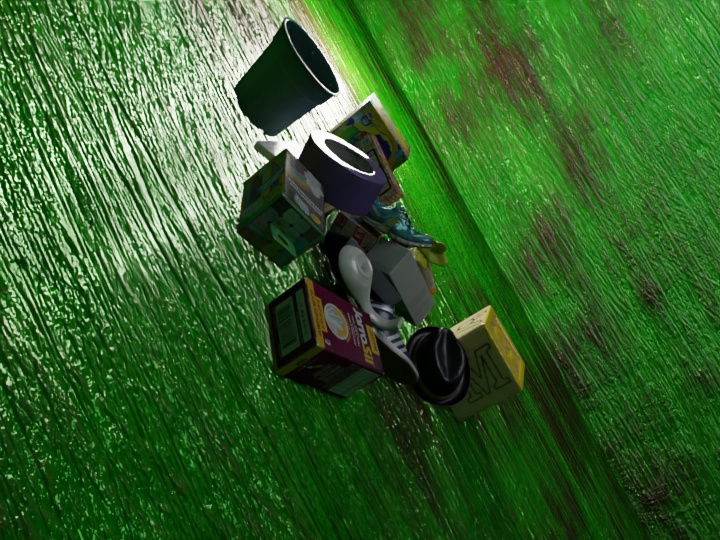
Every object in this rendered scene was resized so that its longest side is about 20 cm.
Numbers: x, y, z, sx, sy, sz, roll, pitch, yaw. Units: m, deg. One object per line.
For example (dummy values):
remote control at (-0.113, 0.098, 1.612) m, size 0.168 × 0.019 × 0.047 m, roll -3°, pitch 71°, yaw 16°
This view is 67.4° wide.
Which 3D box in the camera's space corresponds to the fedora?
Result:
fedora at (0.196, 0.213, 1.285) m, size 0.192 × 0.092 × 0.207 m, roll 8°, pitch 58°, yaw -13°

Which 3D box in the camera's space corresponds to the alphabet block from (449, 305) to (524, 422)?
alphabet block at (0.309, 0.246, 1.456) m, size 0.200 × 0.197 × 0.195 m, roll 58°, pitch 23°, yaw -1°

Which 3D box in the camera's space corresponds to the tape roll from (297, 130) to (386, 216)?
tape roll at (-0.043, -0.215, 1.187) m, size 0.195 × 0.086 × 0.202 m, roll 29°, pitch 23°, yaw -13°

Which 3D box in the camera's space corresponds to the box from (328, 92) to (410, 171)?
box at (0.019, -0.375, 1.616) m, size 0.202 × 0.190 × 0.123 m, roll 50°, pitch 23°, yaw -16°

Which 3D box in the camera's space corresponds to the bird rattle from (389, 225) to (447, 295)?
bird rattle at (0.140, -0.016, 1.390) m, size 0.199 × 0.109 × 0.169 m, roll 17°, pitch -55°, yaw 67°

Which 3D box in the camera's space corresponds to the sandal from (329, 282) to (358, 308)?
sandal at (-0.011, 0.117, 1.084) m, size 0.056 × 0.079 × 0.207 m, roll 19°, pitch 44°, yaw -49°

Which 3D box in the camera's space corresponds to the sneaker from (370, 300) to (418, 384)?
sneaker at (0.070, 0.155, 1.203) m, size 0.200 × 0.069 × 0.110 m, roll 47°, pitch 38°, yaw -21°

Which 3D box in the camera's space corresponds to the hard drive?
hard drive at (0.000, 0.000, 1.222) m, size 0.201 × 0.043 × 0.134 m, roll 50°, pitch -15°, yaw -28°

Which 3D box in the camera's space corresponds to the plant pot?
plant pot at (-0.178, -0.433, 1.259) m, size 0.200 × 0.193 × 0.204 m, roll 44°, pitch 27°, yaw -29°

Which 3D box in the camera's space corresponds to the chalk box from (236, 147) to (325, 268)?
chalk box at (-0.147, -0.102, 1.016) m, size 0.124 × 0.122 × 0.204 m, roll 43°, pitch 28°, yaw -34°

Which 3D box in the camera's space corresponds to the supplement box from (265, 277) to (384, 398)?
supplement box at (-0.060, 0.124, 0.944) m, size 0.198 × 0.102 × 0.134 m, roll 33°, pitch 33°, yaw -48°

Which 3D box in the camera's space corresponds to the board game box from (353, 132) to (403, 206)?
board game box at (0.016, -0.256, 1.516) m, size 0.046 × 0.149 × 0.206 m, roll 10°, pitch 53°, yaw -59°

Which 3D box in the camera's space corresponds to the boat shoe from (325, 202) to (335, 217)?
boat shoe at (-0.097, -0.157, 1.264) m, size 0.070 × 0.073 × 0.201 m, roll 50°, pitch 16°, yaw -8°

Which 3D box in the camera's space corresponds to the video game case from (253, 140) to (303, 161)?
video game case at (-0.127, -0.234, 1.246) m, size 0.198 × 0.024 × 0.181 m, roll 40°, pitch 23°, yaw 10°

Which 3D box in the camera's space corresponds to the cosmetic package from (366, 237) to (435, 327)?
cosmetic package at (0.095, 0.029, 1.306) m, size 0.106 × 0.085 × 0.202 m, roll 26°, pitch -23°, yaw 46°

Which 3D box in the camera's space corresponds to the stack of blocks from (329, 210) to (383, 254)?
stack of blocks at (0.007, -0.111, 1.382) m, size 0.113 × 0.060 × 0.200 m, roll 35°, pitch 22°, yaw 4°

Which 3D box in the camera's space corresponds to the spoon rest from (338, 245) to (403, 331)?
spoon rest at (0.013, 0.041, 1.114) m, size 0.203 × 0.059 × 0.100 m, roll 57°, pitch 33°, yaw -12°

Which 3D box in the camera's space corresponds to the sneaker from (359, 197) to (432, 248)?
sneaker at (0.088, -0.114, 1.279) m, size 0.196 × 0.082 × 0.077 m, roll 31°, pitch 11°, yaw 10°
